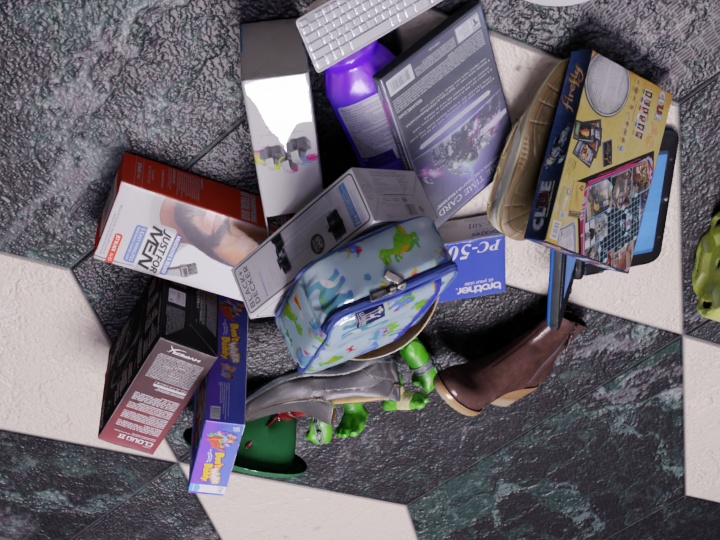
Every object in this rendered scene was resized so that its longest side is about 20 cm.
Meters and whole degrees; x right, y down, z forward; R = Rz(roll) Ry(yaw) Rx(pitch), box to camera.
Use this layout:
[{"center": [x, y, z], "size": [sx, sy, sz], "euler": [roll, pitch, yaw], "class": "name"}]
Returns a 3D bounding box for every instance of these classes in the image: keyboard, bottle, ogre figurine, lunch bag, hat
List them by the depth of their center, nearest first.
[{"center": [0.031, -0.263, 0.940], "size": [0.198, 0.011, 0.057], "euler": [-32, 118, -9], "class": "keyboard"}, {"center": [0.006, 0.028, 0.989], "size": [0.159, 0.083, 0.200], "euler": [-22, 165, -24], "class": "lunch bag"}, {"center": [0.005, -0.190, 1.009], "size": [0.082, 0.066, 0.201], "euler": [-24, 128, 7], "class": "bottle"}, {"center": [0.009, 0.130, 1.235], "size": [0.197, 0.098, 0.122], "euler": [-18, 103, -6], "class": "ogre figurine"}, {"center": [-0.119, 0.160, 1.288], "size": [0.198, 0.164, 0.179], "euler": [13, 96, -45], "class": "hat"}]

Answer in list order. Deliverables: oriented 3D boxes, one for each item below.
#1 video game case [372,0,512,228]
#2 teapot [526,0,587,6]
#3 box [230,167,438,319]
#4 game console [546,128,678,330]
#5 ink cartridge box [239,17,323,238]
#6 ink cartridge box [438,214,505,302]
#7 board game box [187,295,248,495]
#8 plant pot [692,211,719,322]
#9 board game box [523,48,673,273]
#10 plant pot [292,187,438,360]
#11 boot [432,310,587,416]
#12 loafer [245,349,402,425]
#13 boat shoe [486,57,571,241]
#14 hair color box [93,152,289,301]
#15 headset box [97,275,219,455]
[{"center": [0.097, -0.159, 1.033], "size": [0.142, 0.019, 0.202], "euler": [-39, 133, -18], "class": "video game case"}, {"center": [0.196, -0.319, 0.879], "size": [0.196, 0.147, 0.200], "euler": [30, 119, -29], "class": "teapot"}, {"center": [-0.030, -0.026, 1.018], "size": [0.199, 0.061, 0.116], "euler": [-38, 161, 35], "class": "box"}, {"center": [0.293, -0.045, 1.142], "size": [0.116, 0.172, 0.202], "euler": [10, 133, 19], "class": "game console"}, {"center": [-0.078, -0.140, 1.006], "size": [0.067, 0.116, 0.202], "euler": [-7, 131, -2], "class": "ink cartridge box"}, {"center": [0.076, -0.006, 1.185], "size": [0.196, 0.045, 0.095], "euler": [-10, 132, 0], "class": "ink cartridge box"}, {"center": [-0.169, 0.143, 1.164], "size": [0.044, 0.202, 0.136], "euler": [9, 133, -13], "class": "board game box"}, {"center": [0.512, 0.007, 1.182], "size": [0.181, 0.202, 0.203], "euler": [9, 129, -1], "class": "plant pot"}, {"center": [0.255, -0.112, 1.036], "size": [0.134, 0.034, 0.204], "euler": [17, 87, -33], "class": "board game box"}, {"center": [0.000, 0.000, 1.118], "size": [0.198, 0.203, 0.027], "euler": [-26, 172, 14], "class": "plant pot"}, {"center": [0.193, 0.107, 1.253], "size": [0.199, 0.073, 0.167], "euler": [10, 127, -52], "class": "boot"}, {"center": [-0.047, 0.147, 1.146], "size": [0.197, 0.073, 0.073], "euler": [-20, 168, 6], "class": "loafer"}, {"center": [0.187, -0.135, 1.061], "size": [0.073, 0.066, 0.203], "euler": [22, 94, -25], "class": "boat shoe"}, {"center": [-0.189, -0.044, 1.103], "size": [0.197, 0.064, 0.112], "euler": [16, 125, -22], "class": "hair color box"}, {"center": [-0.244, 0.106, 1.163], "size": [0.076, 0.150, 0.201], "euler": [21, 123, -23], "class": "headset box"}]
